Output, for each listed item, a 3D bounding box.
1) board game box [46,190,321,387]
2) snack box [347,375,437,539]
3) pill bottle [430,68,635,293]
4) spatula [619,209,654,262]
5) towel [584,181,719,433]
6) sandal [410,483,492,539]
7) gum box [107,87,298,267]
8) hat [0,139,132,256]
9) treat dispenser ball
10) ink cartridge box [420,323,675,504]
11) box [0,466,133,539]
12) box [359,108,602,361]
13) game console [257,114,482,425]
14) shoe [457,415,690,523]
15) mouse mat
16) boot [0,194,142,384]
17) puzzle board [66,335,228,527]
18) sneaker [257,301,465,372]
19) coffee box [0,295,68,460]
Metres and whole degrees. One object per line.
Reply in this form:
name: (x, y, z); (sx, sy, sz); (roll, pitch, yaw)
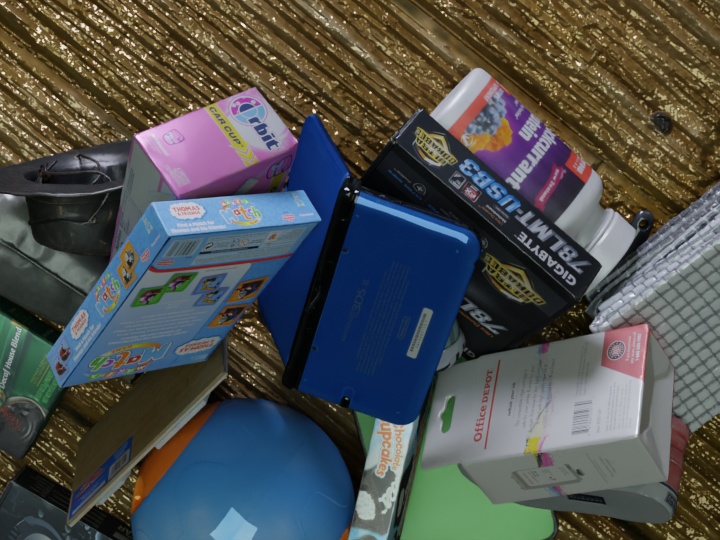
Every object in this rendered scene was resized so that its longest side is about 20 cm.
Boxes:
board game box: (-0.142, 0.015, 1.091); (0.200, 0.151, 0.037); (-49, 62, 37)
snack box: (0.025, 0.187, 1.222); (0.037, 0.116, 0.201); (13, 89, 9)
pill bottle: (0.138, -0.070, 1.196); (0.200, 0.111, 0.111); (41, 101, -5)
spatula: (0.224, 0.038, 1.256); (0.056, 0.021, 0.201); (17, 100, -10)
towel: (0.312, 0.029, 1.204); (0.200, 0.086, 0.166); (-39, 115, 15)
sandal: (0.109, 0.293, 1.298); (0.075, 0.048, 0.201); (-29, 90, 7)
gum box: (-0.133, -0.047, 1.125); (0.113, 0.200, 0.066); (-27, 69, -30)
hat: (-0.224, -0.056, 1.186); (0.200, 0.201, 0.081); (-5, 105, 5)
treat dispenser ball: (-0.103, 0.214, 1.225); (0.200, 0.201, 0.202); (1, 101, 4)
ink cartridge box: (0.157, 0.126, 1.160); (0.199, 0.117, 0.068); (-13, 133, 30)
box: (-0.283, 0.309, 1.337); (0.199, 0.044, 0.161); (32, 102, -2)
box: (0.077, -0.018, 1.176); (0.200, 0.199, 0.050); (40, 59, -2)
game console: (0.000, 0.000, 1.142); (0.170, 0.118, 0.201); (19, 123, 1)
shoe: (0.191, 0.161, 1.228); (0.199, 0.091, 0.072); (6, 144, 26)
mouse mat: (0.083, 0.171, 1.276); (0.160, 0.008, 0.201); (-15, 85, 7)
boot: (-0.246, -0.013, 1.265); (0.200, 0.073, 0.182); (39, 100, 3)
puzzle board: (-0.188, 0.129, 1.242); (0.017, 0.151, 0.200); (41, 102, -20)
sneaker: (-0.003, 0.024, 1.216); (0.199, 0.075, 0.088); (10, 133, 22)
coffee box: (-0.372, 0.077, 1.297); (0.200, 0.044, 0.123); (33, 102, -3)
